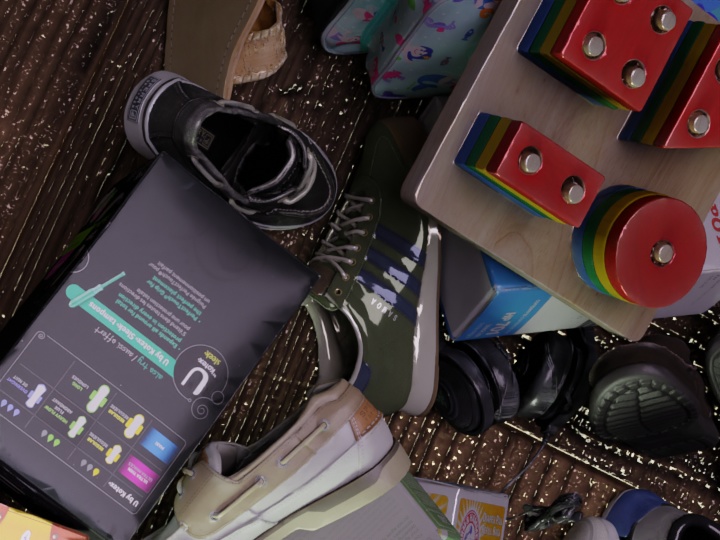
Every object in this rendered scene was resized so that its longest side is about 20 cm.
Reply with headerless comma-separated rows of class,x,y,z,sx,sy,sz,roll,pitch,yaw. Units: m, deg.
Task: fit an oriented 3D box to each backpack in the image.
backpack,0.082,-0.201,1.216,0.200,0.178,0.151,-10,72,-27

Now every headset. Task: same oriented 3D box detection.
headset,0.108,0.074,1.264,0.123,0.094,0.200,-1,76,-23

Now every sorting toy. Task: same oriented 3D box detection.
sorting toy,0.158,-0.081,1.139,0.199,0.070,0.200,31,85,-30

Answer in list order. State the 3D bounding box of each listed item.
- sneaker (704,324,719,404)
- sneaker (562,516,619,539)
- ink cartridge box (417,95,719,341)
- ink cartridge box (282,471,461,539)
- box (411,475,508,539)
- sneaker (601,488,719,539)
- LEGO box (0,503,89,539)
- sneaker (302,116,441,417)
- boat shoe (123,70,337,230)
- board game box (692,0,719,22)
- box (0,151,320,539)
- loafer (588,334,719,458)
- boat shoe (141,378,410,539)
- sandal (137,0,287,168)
sneaker,0.302,0.097,1.353,0.114,0.076,0.200,-58,133,-47
sneaker,0.105,0.242,1.270,0.081,0.075,0.200,38,73,-8
ink cartridge box,0.144,-0.041,1.265,0.200,0.086,0.147,-4,64,-25
ink cartridge box,0.002,0.202,1.109,0.146,0.048,0.200,-45,64,8
box,0.018,0.228,1.190,0.101,0.112,0.200,6,82,22
sneaker,0.248,0.244,1.304,0.081,0.115,0.200,-35,101,-20
LEGO box,-0.240,0.228,1.078,0.077,0.149,0.200,23,79,-20
sneaker,0.000,0.000,1.232,0.090,0.067,0.200,-4,95,-26
boat shoe,-0.064,-0.063,1.167,0.200,0.064,0.071,23,90,-56
board game box,0.297,-0.144,1.382,0.200,0.045,0.152,-27,98,-23
box,-0.145,0.051,1.124,0.124,0.149,0.200,38,74,-11
loafer,0.193,0.077,1.275,0.073,0.200,0.071,-13,70,13
boat shoe,-0.073,0.130,1.088,0.200,0.075,0.068,-30,101,6
sandal,-0.083,-0.139,1.221,0.070,0.078,0.212,19,86,-53
